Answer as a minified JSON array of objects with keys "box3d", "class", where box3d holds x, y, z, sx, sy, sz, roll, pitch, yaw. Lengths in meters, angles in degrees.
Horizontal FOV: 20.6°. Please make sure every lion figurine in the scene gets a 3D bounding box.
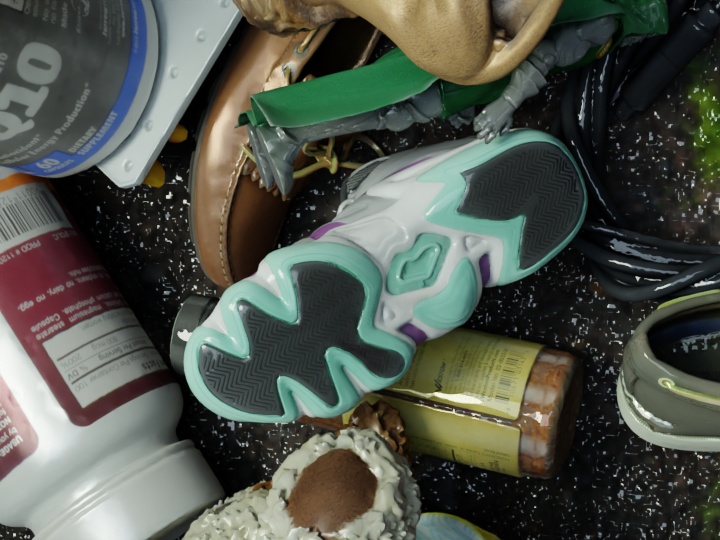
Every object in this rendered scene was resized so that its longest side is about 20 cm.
[{"box3d":[0.017,-0.124,0.802,0.200,0.072,0.123,43,122,43],"class":"lion figurine"}]

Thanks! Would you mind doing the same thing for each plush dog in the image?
[{"box3d":[-0.032,0.152,0.885,0.199,0.172,0.161,-34,110,14],"class":"plush dog"}]

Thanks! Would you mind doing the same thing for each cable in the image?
[{"box3d":[0.171,-0.067,0.900,0.198,0.051,0.165,-9,90,19],"class":"cable"}]

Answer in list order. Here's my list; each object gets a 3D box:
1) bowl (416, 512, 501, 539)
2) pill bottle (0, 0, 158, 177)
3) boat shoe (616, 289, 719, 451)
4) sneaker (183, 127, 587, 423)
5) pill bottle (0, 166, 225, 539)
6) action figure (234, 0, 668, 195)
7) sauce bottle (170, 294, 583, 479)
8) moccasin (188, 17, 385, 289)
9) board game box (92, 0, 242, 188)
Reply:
[{"box3d":[0.052,0.223,0.909,0.107,0.200,0.201,22,102,-28],"class":"bowl"},{"box3d":[-0.192,-0.114,0.871,0.113,0.199,0.115,-7,78,33],"class":"pill bottle"},{"box3d":[0.213,0.040,0.862,0.199,0.060,0.073,-4,62,3],"class":"boat shoe"},{"box3d":[0.000,0.000,0.915,0.199,0.140,0.078,-28,103,-12],"class":"sneaker"},{"box3d":[-0.158,0.053,0.977,0.114,0.114,0.201,-35,81,16],"class":"pill bottle"},{"box3d":[0.047,-0.087,0.877,0.198,0.118,0.055,-21,102,-8],"class":"action figure"},{"box3d":[0.006,0.049,0.951,0.198,0.066,0.067,14,97,17],"class":"sauce bottle"},{"box3d":[-0.023,-0.083,0.955,0.077,0.074,0.203,25,90,23],"class":"moccasin"},{"box3d":[-0.112,-0.172,0.967,0.200,0.026,0.201,41,104,33],"class":"board game box"}]
